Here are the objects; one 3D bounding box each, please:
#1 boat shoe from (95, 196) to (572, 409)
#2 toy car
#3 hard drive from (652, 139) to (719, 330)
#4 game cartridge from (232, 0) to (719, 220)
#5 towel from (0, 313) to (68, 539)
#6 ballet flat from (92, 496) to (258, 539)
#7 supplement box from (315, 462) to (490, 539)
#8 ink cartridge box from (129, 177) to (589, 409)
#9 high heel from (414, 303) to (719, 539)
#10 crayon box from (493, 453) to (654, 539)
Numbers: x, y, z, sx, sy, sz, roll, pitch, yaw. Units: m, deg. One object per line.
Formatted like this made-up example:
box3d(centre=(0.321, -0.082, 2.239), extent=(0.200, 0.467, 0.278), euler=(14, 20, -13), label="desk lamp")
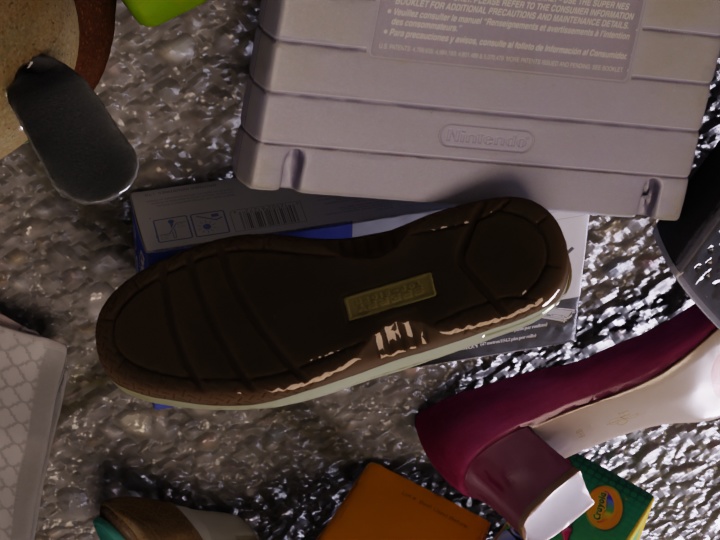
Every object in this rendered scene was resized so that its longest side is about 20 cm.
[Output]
box3d(centre=(-0.009, 0.022, 0.959), extent=(0.198, 0.072, 0.076), euler=(-8, 167, 5), label="boat shoe")
box3d(centre=(-0.136, -0.070, 0.795), extent=(0.163, 0.201, 0.158), euler=(-25, 134, 5), label="toy car")
box3d(centre=(0.217, -0.014, 1.047), extent=(0.135, 0.042, 0.200), euler=(-54, 136, 3), label="hard drive")
box3d(centre=(0.053, -0.091, 0.934), extent=(0.198, 0.038, 0.131), euler=(4, 105, -22), label="game cartridge")
box3d(centre=(-0.210, 0.085, 0.924), extent=(0.190, 0.202, 0.032), euler=(28, 148, -36), label="towel")
box3d(centre=(-0.078, 0.164, 1.134), extent=(0.072, 0.068, 0.201), euler=(-31, 137, -18), label="ballet flat")
box3d(centre=(-0.012, 0.213, 1.144), extent=(0.073, 0.126, 0.201), euler=(25, 129, 12), label="supplement box")
box3d(centre=(0.000, 0.000, 1.016), extent=(0.198, 0.044, 0.095), euler=(-9, 132, -11), label="ink cartridge box")
box3d(centre=(0.122, 0.043, 1.109), extent=(0.199, 0.096, 0.068), euler=(-34, 138, -17), label="high heel")
box3d(centre=(0.069, 0.194, 1.122), extent=(0.058, 0.200, 0.119), euler=(27, 130, 14), label="crayon box")
